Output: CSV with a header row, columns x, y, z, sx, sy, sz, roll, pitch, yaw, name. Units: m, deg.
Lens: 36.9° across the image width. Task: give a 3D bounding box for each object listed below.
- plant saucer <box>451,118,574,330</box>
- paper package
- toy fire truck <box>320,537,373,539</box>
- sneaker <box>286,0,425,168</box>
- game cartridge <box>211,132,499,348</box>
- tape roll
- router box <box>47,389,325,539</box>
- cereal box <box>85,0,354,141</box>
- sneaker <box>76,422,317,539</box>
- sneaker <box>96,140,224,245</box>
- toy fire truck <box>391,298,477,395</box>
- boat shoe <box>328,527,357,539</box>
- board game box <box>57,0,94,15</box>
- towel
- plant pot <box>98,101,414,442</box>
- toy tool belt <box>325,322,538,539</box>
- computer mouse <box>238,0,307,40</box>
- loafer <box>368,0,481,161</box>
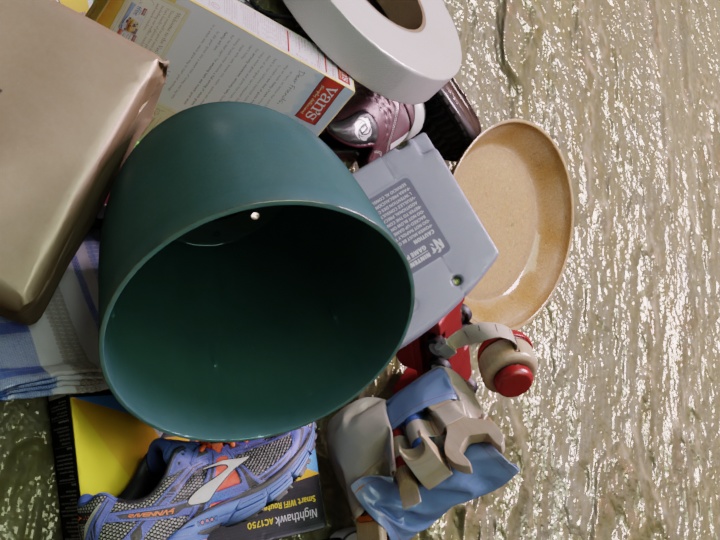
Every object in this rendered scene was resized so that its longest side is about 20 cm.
x,y,z,sx,sy,sz,roll,pitch,yaw,name
0.132,-0.043,1.033,0.198,0.035,0.204,-9,103,-42,plant saucer
-0.255,-0.090,0.692,0.198,0.103,0.193,27,70,-7,paper package
-0.059,0.284,0.749,0.197,0.176,0.131,-15,87,-27,toy fire truck
-0.029,-0.177,0.956,0.201,0.075,0.116,52,57,-14,sneaker
0.000,0.000,0.831,0.198,0.041,0.134,-31,79,-6,game cartridge
0.005,-0.229,0.899,0.201,0.037,0.205,32,36,-28,tape roll
-0.127,0.136,0.808,0.198,0.051,0.152,-3,81,-38,router box
-0.122,-0.143,0.832,0.198,0.144,0.040,24,39,-30,cereal box
-0.108,0.142,0.743,0.199,0.075,0.079,-33,97,-38,sneaker
-0.195,-0.063,0.803,0.198,0.077,0.085,26,68,-14,sneaker
0.024,0.044,0.915,0.049,0.139,0.202,-50,146,-35,toy fire truck
0.054,0.280,0.895,0.200,0.065,0.072,46,56,-18,boat shoe
-0.230,-0.281,0.853,0.152,0.040,0.203,-25,93,-38,board game box
-0.187,0.023,0.773,0.197,0.024,0.148,-5,51,-37,towel
-0.082,-0.015,0.715,0.198,0.202,0.162,14,34,-33,plant pot
0.068,0.147,0.844,0.125,0.199,0.124,41,22,-38,toy tool belt
-0.101,-0.247,0.902,0.108,0.044,0.201,18,34,-19,computer mouse
0.056,-0.196,1.022,0.201,0.073,0.071,53,53,-14,loafer
